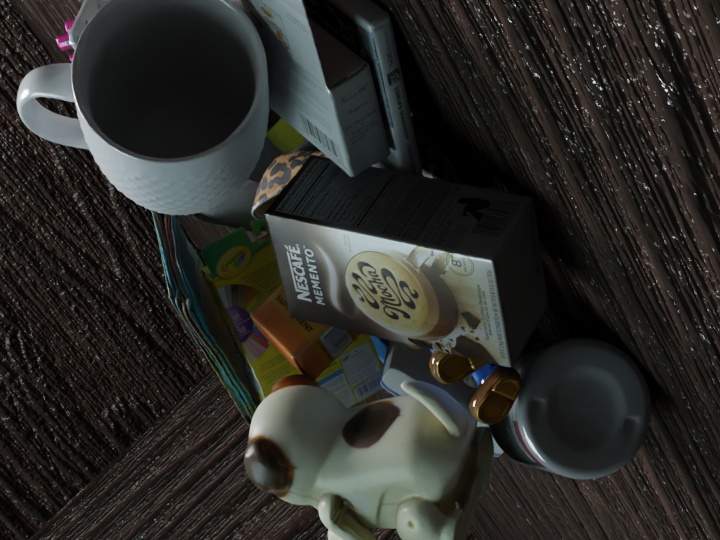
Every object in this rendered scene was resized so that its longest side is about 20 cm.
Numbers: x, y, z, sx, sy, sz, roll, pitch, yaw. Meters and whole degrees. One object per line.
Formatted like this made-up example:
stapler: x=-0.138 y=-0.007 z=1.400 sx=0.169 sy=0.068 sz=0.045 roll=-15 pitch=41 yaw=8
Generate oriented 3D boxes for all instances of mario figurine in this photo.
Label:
mario figurine: x=0.070 y=0.062 z=1.553 sx=0.200 sy=0.105 sz=0.125 roll=-108 pitch=11 yaw=-66

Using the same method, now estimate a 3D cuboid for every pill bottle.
pill bottle: x=0.169 y=0.115 z=1.586 sx=0.114 sy=0.114 sz=0.200 roll=48 pitch=173 yaw=-3

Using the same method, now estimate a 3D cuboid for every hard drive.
hard drive: x=0.088 y=0.088 z=1.769 sx=0.131 sy=0.025 sz=0.200 roll=32 pitch=-156 yaw=-8

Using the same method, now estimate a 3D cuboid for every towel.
towel: x=-0.136 y=0.042 z=1.700 sx=0.147 sy=0.022 sz=0.201 roll=-108 pitch=-7 yaw=-47

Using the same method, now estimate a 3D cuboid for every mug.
mug: x=-0.169 y=-0.122 z=1.449 sx=0.197 sy=0.149 sz=0.176 roll=5 pitch=162 yaw=0

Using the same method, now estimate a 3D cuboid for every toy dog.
toy dog: x=-0.002 y=0.163 z=1.575 sx=0.198 sy=0.141 sz=0.195 roll=9 pitch=147 yaw=15

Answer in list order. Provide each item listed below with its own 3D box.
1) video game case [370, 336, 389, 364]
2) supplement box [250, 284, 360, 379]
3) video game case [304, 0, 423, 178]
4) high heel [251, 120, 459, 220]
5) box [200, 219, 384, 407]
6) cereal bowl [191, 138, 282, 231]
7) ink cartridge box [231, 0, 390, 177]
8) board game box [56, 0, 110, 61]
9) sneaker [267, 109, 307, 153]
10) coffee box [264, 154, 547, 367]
video game case: x=0.102 y=0.098 z=1.824 sx=0.143 sy=0.018 sz=0.199 roll=46 pitch=-154 yaw=21
supplement box: x=0.000 y=0.000 z=1.628 sx=0.066 sy=0.200 sz=0.069 roll=42 pitch=171 yaw=27
video game case: x=-0.027 y=-0.172 z=1.463 sx=0.200 sy=0.023 sz=0.183 roll=43 pitch=158 yaw=39
high heel: x=-0.005 y=-0.066 z=1.546 sx=0.072 sy=0.142 sz=0.200 roll=54 pitch=170 yaw=-32
box: x=-0.064 y=0.041 z=1.687 sx=0.048 sy=0.117 sz=0.202 roll=35 pitch=150 yaw=64
cereal bowl: x=-0.136 y=-0.104 z=1.723 sx=0.199 sy=0.084 sz=0.201 roll=33 pitch=-158 yaw=-15
ink cartridge box: x=-0.063 y=-0.189 z=1.421 sx=0.200 sy=0.043 sz=0.175 roll=42 pitch=157 yaw=41
board game box: x=-0.203 y=-0.221 z=1.797 sx=0.026 sy=0.201 sz=0.201 roll=-8 pitch=136 yaw=29
sneaker: x=-0.115 y=-0.166 z=1.688 sx=0.200 sy=0.076 sz=0.075 roll=49 pitch=172 yaw=-18
coffee box: x=0.036 y=-0.009 z=1.442 sx=0.198 sy=0.080 sz=0.114 roll=12 pitch=136 yaw=27
